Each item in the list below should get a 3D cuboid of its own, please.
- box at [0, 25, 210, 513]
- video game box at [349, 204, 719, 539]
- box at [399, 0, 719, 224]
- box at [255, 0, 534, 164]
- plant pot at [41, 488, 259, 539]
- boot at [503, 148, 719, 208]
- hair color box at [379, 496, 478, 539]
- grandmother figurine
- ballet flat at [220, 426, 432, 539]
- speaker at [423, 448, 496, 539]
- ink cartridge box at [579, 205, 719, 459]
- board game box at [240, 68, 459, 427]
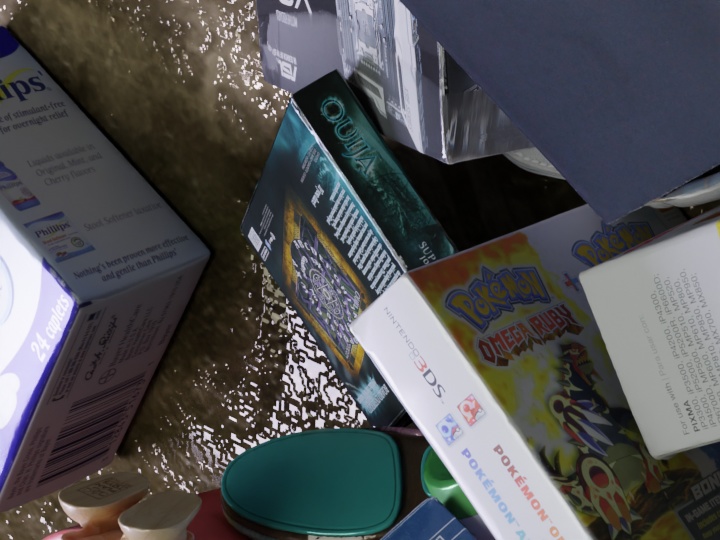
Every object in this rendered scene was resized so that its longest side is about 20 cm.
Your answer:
[{"bbox_3d":[-0.208,-0.001,1.258,0.200,0.105,0.184,46,131,21],"label":"box"},{"bbox_3d":[0.114,0.062,0.909,0.183,0.200,0.047,53,127,13],"label":"video game box"},{"bbox_3d":[0.095,-0.163,0.793,0.197,0.200,0.117,46,137,-13],"label":"box"},{"bbox_3d":[0.009,-0.146,0.984,0.200,0.049,0.159,-149,51,-60],"label":"box"},{"bbox_3d":[-0.055,0.197,1.138,0.200,0.177,0.202,17,117,37],"label":"plant pot"},{"bbox_3d":[0.111,-0.065,0.934,0.199,0.095,0.074,-4,103,44],"label":"boot"},{"bbox_3d":[0.076,0.197,0.924,0.200,0.060,0.100,45,162,18],"label":"hair color box"},{"bbox_3d":[-0.105,0.196,1.020,0.121,0.060,0.201,18,115,48],"label":"grandmother figurine"},{"bbox_3d":[0.032,0.108,1.062,0.199,0.071,0.069,-12,54,19],"label":"ballet flat"},{"bbox_3d":[0.117,0.138,0.973,0.088,0.089,0.200,-24,113,46],"label":"speaker"},{"bbox_3d":[0.204,-0.006,0.833,0.200,0.145,0.084,-23,89,45],"label":"ink cartridge box"},{"bbox_3d":[0.000,0.000,1.048,0.136,0.028,0.200,56,163,7],"label":"board game box"}]
